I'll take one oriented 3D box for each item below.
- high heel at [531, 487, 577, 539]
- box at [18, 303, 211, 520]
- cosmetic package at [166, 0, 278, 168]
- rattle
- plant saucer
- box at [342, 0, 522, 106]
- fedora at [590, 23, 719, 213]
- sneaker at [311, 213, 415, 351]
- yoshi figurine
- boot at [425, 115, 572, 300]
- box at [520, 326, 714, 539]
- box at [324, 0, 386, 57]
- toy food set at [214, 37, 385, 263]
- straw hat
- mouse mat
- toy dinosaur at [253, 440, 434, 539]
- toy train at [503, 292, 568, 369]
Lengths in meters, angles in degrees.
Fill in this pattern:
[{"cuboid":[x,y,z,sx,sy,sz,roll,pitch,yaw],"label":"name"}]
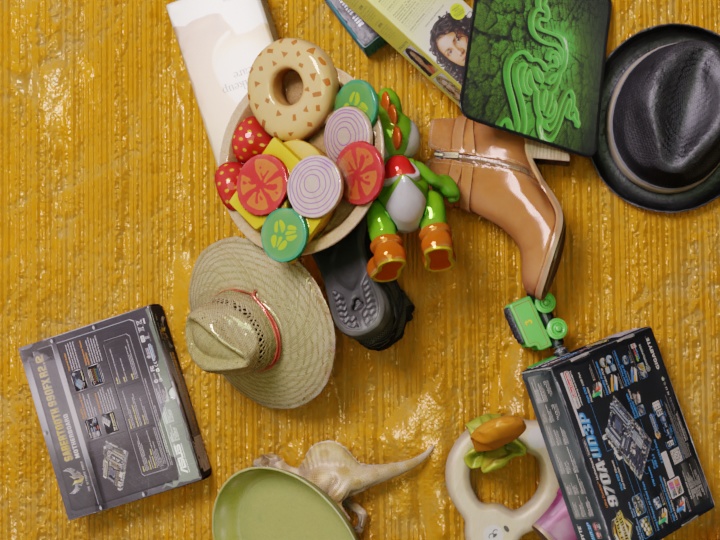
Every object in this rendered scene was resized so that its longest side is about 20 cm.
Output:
[{"cuboid":[0.268,0.296,1.023,0.096,0.067,0.200,-43,94,-12],"label":"high heel"},{"cuboid":[-0.269,0.155,1.090,0.158,0.048,0.200,-19,86,6],"label":"box"},{"cuboid":[-0.127,-0.203,1.075,0.105,0.071,0.200,-20,87,5],"label":"cosmetic package"},{"cuboid":[0.152,0.249,1.004,0.130,0.143,0.200,10,83,-12],"label":"rattle"},{"cuboid":[-0.070,0.292,1.036,0.200,0.031,0.200,11,111,31],"label":"plant saucer"},{"cuboid":[0.067,-0.255,1.018,0.200,0.050,0.075,39,80,-9],"label":"box"},{"cuboid":[0.326,-0.162,1.017,0.200,0.092,0.201,0,88,6],"label":"fedora"},{"cuboid":[0.000,0.000,1.062,0.076,0.114,0.200,-23,58,9],"label":"sneaker"},{"cuboid":[0.034,-0.086,1.012,0.112,0.112,0.200,-29,62,36],"label":"yoshi figurine"},{"cuboid":[0.139,-0.070,1.045,0.154,0.074,0.200,4,77,13],"label":"boot"},{"cuboid":[0.260,0.171,0.992,0.159,0.046,0.200,-16,85,-35],"label":"box"},{"cuboid":[0.061,-0.327,1.071,0.200,0.049,0.082,-37,85,4],"label":"box"},{"cuboid":[-0.061,-0.112,0.974,0.198,0.049,0.200,43,106,24],"label":"toy food set"},{"cuboid":[-0.131,0.067,1.017,0.201,0.085,0.202,11,111,32],"label":"straw hat"},{"cuboid":[0.183,-0.226,1.020,0.161,0.008,0.200,15,74,-18],"label":"mouse mat"},{"cuboid":[-0.021,0.232,1.058,0.199,0.058,0.101,-2,87,6],"label":"toy dinosaur"},{"cuboid":[0.210,0.115,1.043,0.056,0.042,0.200,-23,86,-7],"label":"toy train"}]
